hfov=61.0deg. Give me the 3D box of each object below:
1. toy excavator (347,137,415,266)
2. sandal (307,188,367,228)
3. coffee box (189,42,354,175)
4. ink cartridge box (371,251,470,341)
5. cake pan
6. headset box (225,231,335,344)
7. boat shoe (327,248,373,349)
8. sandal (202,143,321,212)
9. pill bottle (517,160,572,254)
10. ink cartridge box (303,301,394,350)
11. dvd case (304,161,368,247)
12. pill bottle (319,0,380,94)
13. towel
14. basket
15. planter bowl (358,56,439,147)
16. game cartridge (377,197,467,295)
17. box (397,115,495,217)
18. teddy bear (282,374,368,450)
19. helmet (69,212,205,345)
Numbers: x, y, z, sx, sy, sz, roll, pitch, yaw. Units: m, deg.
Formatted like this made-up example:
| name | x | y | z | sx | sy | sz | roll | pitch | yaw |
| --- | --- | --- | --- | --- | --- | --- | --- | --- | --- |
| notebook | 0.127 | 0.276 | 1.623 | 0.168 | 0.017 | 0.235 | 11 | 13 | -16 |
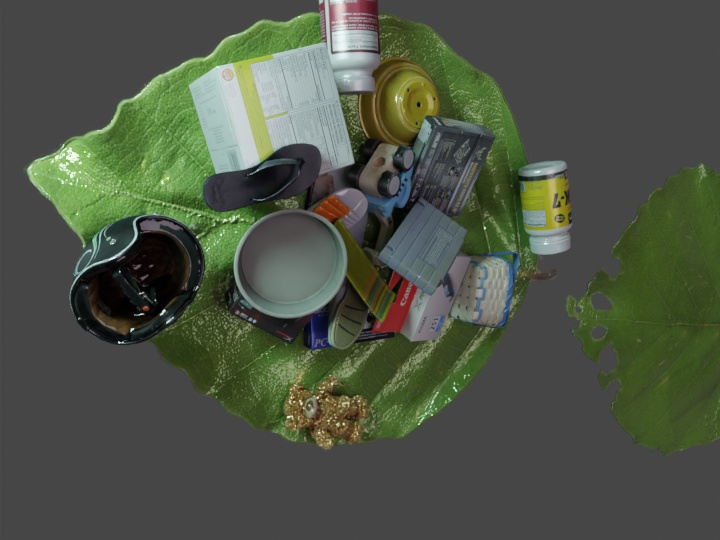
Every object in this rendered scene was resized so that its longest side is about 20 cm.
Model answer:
| name | x | y | z | sx | sy | sz | roll | pitch | yaw |
| --- | --- | --- | --- | --- | --- | --- | --- | --- | --- |
| toy excavator | 0.050 | -0.132 | 1.234 | 0.196 | 0.099 | 0.201 | -60 | 147 | -19 |
| sandal | -0.083 | -0.096 | 1.179 | 0.205 | 0.059 | 0.080 | -35 | 122 | 5 |
| coffee box | -0.153 | -0.254 | 1.049 | 0.195 | 0.199 | 0.204 | -22 | 108 | -24 |
| ink cartridge box | 0.128 | 0.051 | 1.270 | 0.174 | 0.045 | 0.203 | 2 | 114 | -43 |
| cake pan | -0.121 | -0.015 | 1.063 | 0.196 | 0.037 | 0.204 | -6 | 115 | -13 |
| headset box | -0.136 | 0.015 | 1.139 | 0.148 | 0.075 | 0.201 | 31 | 102 | -29 |
| boat shoe | -0.028 | 0.058 | 1.198 | 0.074 | 0.068 | 0.203 | 30 | 66 | -34 |
| sandal | -0.142 | -0.137 | 0.936 | 0.198 | 0.043 | 0.077 | -27 | 110 | -21 |
| pill bottle | 0.440 | -0.149 | 1.447 | 0.113 | 0.114 | 0.204 | -19 | 107 | -25 |
| ink cartridge box | -0.022 | 0.102 | 1.269 | 0.197 | 0.044 | 0.096 | -6 | 99 | -28 |
| dvd case | -0.046 | -0.124 | 1.234 | 0.140 | 0.017 | 0.204 | 9 | 94 | -31 |
| pill bottle | -0.019 | -0.438 | 1.145 | 0.111 | 0.112 | 0.204 | -9 | 103 | -27 |
| towel | 0.000 | 0.000 | 1.156 | 0.201 | 0.018 | 0.087 | 54 | 35 | -22 |
| basket | 0.285 | 0.041 | 1.377 | 0.197 | 0.138 | 0.180 | 5 | 97 | -39 |
| planter bowl | 0.100 | -0.335 | 1.244 | 0.197 | 0.083 | 0.205 | -5 | 101 | -28 |
| game cartridge | 0.127 | -0.049 | 1.194 | 0.129 | 0.038 | 0.201 | 38 | 46 | -1 |
| box | 0.172 | -0.211 | 1.274 | 0.156 | 0.049 | 0.202 | 1 | 127 | -29 |
| teddy bear | -0.063 | 0.296 | 1.265 | 0.200 | 0.066 | 0.146 | 41 | 76 | -28 |
| helmet | -0.356 | 0.006 | 0.986 | 0.196 | 0.192 | 0.204 | 1 | 119 | 2 |
